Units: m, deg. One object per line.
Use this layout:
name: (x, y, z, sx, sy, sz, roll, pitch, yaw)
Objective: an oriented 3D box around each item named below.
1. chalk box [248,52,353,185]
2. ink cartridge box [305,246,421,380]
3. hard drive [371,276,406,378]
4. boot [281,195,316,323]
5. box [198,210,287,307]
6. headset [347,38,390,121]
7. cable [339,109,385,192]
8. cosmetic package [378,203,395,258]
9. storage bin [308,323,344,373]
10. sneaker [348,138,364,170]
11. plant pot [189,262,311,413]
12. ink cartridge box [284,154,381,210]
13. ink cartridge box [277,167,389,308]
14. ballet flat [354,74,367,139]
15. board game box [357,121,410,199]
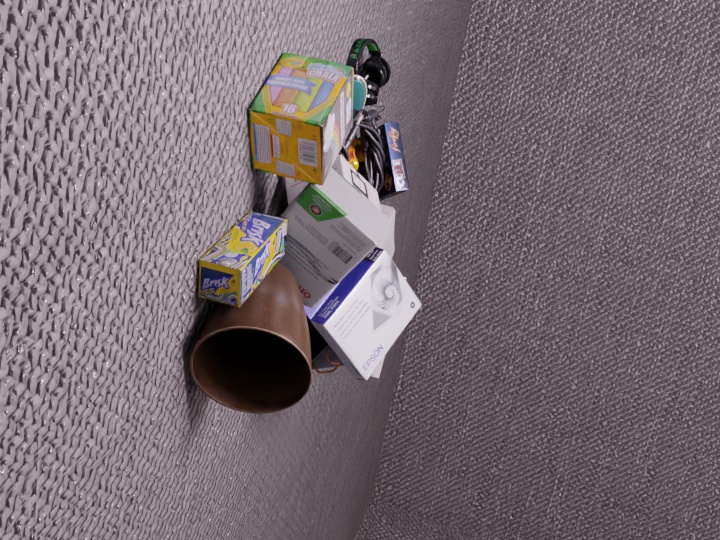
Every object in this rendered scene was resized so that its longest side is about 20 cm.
chalk box: (-0.084, -0.256, 1.472, 0.125, 0.122, 0.201, 92, 15, -47)
ink cartridge box: (0.003, 0.060, 1.699, 0.200, 0.040, 0.201, -52, 119, -27)
hard drive: (0.041, 0.104, 1.864, 0.132, 0.026, 0.203, -159, -96, -78)
boot: (-0.101, -0.016, 1.695, 0.200, 0.068, 0.176, 50, 51, -40)
box: (-0.177, -0.022, 1.426, 0.200, 0.069, 0.065, -56, 157, -61)
headset: (0.006, -0.396, 1.967, 0.124, 0.093, 0.201, -64, 150, -32)
cable: (-0.004, -0.204, 1.766, 0.163, 0.050, 0.203, -28, 125, -60)
cosmetic package: (-0.033, -0.026, 1.937, 0.168, 0.164, 0.202, 87, 21, -59)
storage bin: (-0.051, 0.124, 1.809, 0.200, 0.133, 0.147, -46, -126, 41)
sneaker: (-0.049, -0.212, 1.815, 0.200, 0.076, 0.074, -45, 152, -44)
plant pot: (-0.158, 0.085, 1.459, 0.202, 0.184, 0.189, -85, 180, -48)
ink cartridge box: (-0.054, -0.132, 1.629, 0.200, 0.115, 0.069, 38, 37, -57)
ink cartridge box: (-0.071, -0.054, 1.545, 0.200, 0.146, 0.083, -42, -169, 36)
ballet flat: (-0.027, -0.329, 1.872, 0.201, 0.068, 0.070, 98, 12, -52)
board game box: (0.033, -0.214, 1.904, 0.199, 0.034, 0.138, 166, -85, -66)
